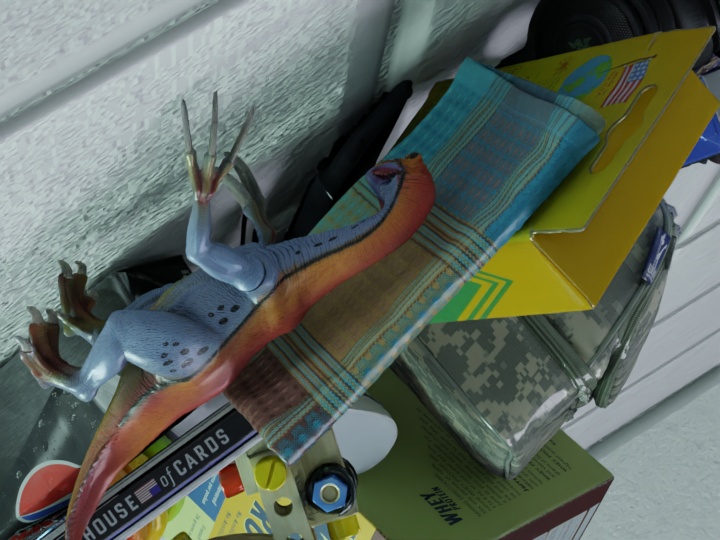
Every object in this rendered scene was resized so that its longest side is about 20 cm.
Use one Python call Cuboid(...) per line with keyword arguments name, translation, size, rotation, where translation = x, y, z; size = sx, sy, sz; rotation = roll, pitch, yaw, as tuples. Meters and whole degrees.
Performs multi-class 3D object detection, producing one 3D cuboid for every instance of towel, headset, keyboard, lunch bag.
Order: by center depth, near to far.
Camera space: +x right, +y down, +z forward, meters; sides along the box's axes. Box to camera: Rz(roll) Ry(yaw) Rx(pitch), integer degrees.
Cuboid(name="towel", translation=(0.013, -0.011, 1.061), size=(0.200, 0.022, 0.147), rotation=(-46, -157, -3))
Cuboid(name="headset", translation=(0.136, -0.136, 1.169), size=(0.123, 0.094, 0.200), rotation=(-25, -179, -35))
Cuboid(name="keyboard", translation=(-0.032, -0.030, 1.216), size=(0.104, 0.040, 0.200), rotation=(-54, 176, -25))
Cuboid(name="lunch bag", translation=(0.106, 0.020, 1.421), size=(0.168, 0.139, 0.200), rotation=(-42, 170, -7))

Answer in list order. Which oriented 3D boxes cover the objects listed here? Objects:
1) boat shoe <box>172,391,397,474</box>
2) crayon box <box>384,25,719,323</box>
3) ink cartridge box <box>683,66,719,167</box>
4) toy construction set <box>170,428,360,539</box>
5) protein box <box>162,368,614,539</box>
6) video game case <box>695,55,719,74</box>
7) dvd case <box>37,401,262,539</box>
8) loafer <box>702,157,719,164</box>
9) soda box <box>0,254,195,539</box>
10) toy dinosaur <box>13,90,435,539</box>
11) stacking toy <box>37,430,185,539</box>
Cuboid(name="boat shoe", translation=(-0.060, 0.063, 1.383), size=(0.200, 0.070, 0.071), rotation=(20, 116, -46))
Cuboid(name="crayon box", translation=(0.079, -0.040, 1.092), size=(0.200, 0.051, 0.127), rotation=(-6, -137, 56))
Cuboid(name="ink cartridge box", translation=(0.175, -0.080, 1.287), size=(0.094, 0.044, 0.200), rotation=(-20, -178, 25))
Cuboid(name="toy construction set", translation=(-0.072, 0.110, 1.288), size=(0.131, 0.201, 0.092), rotation=(-18, -161, 2))
Cuboid(name="protein box", translation=(0.013, 0.148, 1.541), size=(0.200, 0.198, 0.135), rotation=(-20, 143, -48))
Cuboid(name="video game case", translation=(0.139, -0.078, 1.473), size=(0.199, 0.023, 0.182), rotation=(-30, 168, -11))
Cuboid(name="dvd case", translation=(-0.093, 0.099, 1.154), size=(0.200, 0.025, 0.150), rotation=(-35, 180, -5))
Cuboid(name="loafer", translation=(0.258, -0.106, 1.531), size=(0.200, 0.063, 0.072), rotation=(95, 17, -80))
Cuboid(name="soda box", translation=(-0.153, 0.078, 1.197), size=(0.200, 0.071, 0.063), rotation=(-40, 166, 28))
Cuboid(name="toy dinosaur", translation=(-0.050, 0.013, 1.050), size=(0.181, 0.201, 0.105), rotation=(-4, -167, 16))
Cuboid(name="stacking toy", translation=(-0.134, 0.115, 1.372), size=(0.200, 0.116, 0.110), rotation=(-38, 177, -41))
